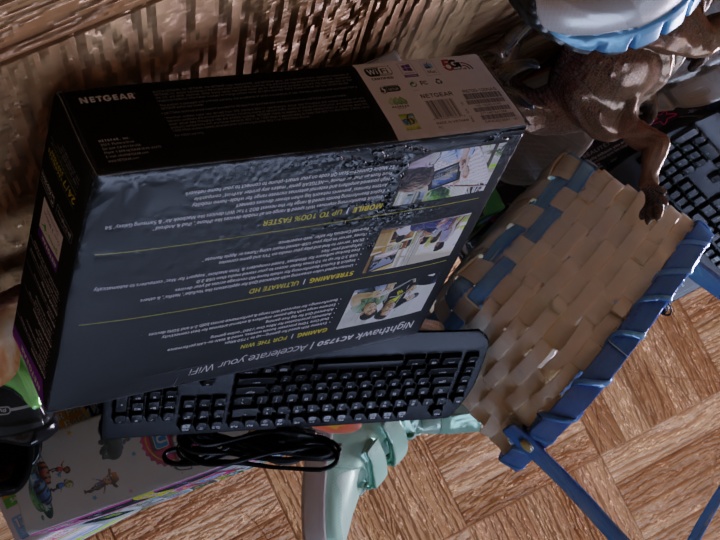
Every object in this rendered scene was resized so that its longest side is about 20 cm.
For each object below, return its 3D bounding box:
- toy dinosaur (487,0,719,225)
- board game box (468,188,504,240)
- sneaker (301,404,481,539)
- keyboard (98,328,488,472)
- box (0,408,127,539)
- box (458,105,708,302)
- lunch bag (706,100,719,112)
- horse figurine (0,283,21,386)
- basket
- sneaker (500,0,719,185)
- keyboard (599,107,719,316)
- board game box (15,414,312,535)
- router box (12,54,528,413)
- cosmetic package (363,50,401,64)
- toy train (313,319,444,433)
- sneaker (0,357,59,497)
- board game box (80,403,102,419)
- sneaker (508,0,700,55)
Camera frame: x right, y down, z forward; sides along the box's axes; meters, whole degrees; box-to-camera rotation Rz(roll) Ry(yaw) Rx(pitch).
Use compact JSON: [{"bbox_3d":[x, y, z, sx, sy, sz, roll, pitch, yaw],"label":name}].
[{"bbox_3d":[0.134,-0.120,0.693,0.200,0.135,0.086,-51,-152,16],"label":"toy dinosaur"},{"bbox_3d":[0.000,0.000,0.802,0.134,0.029,0.200,-26,174,-12],"label":"board game box"},{"bbox_3d":[0.032,0.109,0.879,0.117,0.201,0.074,13,153,9],"label":"sneaker"},{"bbox_3d":[-0.033,0.075,0.686,0.199,0.040,0.104,-1,142,-16],"label":"keyboard"},{"bbox_3d":[-0.235,0.163,1.109,0.112,0.102,0.200,-27,171,-5],"label":"box"},{"bbox_3d":[0.163,-0.044,0.905,0.199,0.133,0.115,-27,-146,1],"label":"box"},{"bbox_3d":[0.306,-0.111,0.824,0.200,0.094,0.150,-45,133,9],"label":"lunch bag"},{"bbox_3d":[-0.221,0.045,0.630,0.133,0.050,0.200,-44,160,19],"label":"horse figurine"},{"bbox_3d":[0.146,0.045,0.753,0.176,0.200,0.139,-43,168,-28],"label":"basket"},{"bbox_3d":[0.159,-0.126,0.800,0.199,0.077,0.082,-25,-166,14],"label":"sneaker"},{"bbox_3d":[0.216,-0.017,0.834,0.127,0.021,0.200,-30,131,29],"label":"keyboard"},{"bbox_3d":[-0.126,0.122,0.928,0.199,0.065,0.148,-21,171,5],"label":"board game box"},{"bbox_3d":[-0.042,-0.017,0.578,0.199,0.051,0.150,-10,143,-30],"label":"router box"},{"bbox_3d":[-0.047,-0.034,0.714,0.150,0.052,0.200,-24,171,-9],"label":"cosmetic package"},{"bbox_3d":[-0.060,0.054,0.721,0.199,0.056,0.150,5,168,-9],"label":"toy train"},{"bbox_3d":[-0.249,0.112,0.818,0.077,0.084,0.200,-32,177,-42],"label":"sneaker"},{"bbox_3d":[-0.109,0.047,0.972,0.199,0.057,0.165,-24,173,-23],"label":"board game box"},{"bbox_3d":[0.146,-0.162,0.538,0.199,0.075,0.087,-30,162,-14],"label":"sneaker"}]
